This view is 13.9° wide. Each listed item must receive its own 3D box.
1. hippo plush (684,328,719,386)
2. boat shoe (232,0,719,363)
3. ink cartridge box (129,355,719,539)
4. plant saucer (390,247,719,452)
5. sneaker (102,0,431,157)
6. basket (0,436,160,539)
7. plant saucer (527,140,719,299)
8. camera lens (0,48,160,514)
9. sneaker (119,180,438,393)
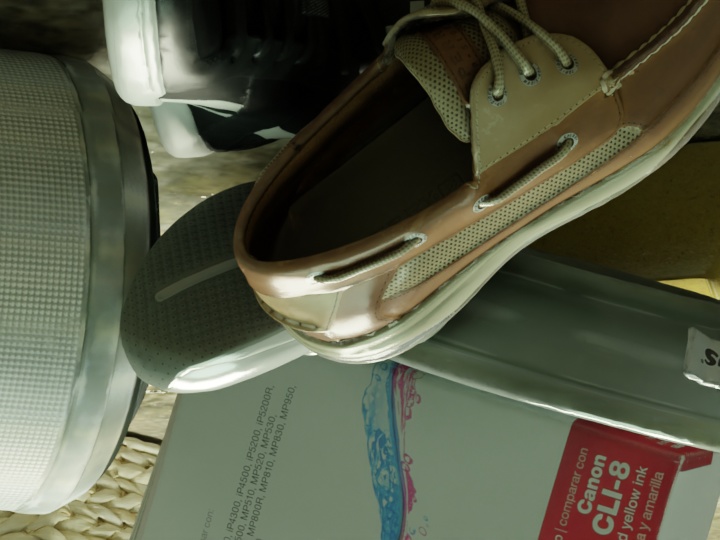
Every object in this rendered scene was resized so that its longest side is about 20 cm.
[{"bbox_3d":[0.228,0.001,1.007,0.199,0.161,0.159,23,-162,-23],"label":"hippo plush"},{"bbox_3d":[0.043,-0.051,0.882,0.200,0.076,0.072,-45,149,8],"label":"boat shoe"},{"bbox_3d":[0.026,0.107,1.170,0.199,0.145,0.145,17,-176,15],"label":"ink cartridge box"},{"bbox_3d":[0.086,0.024,1.114,0.199,0.051,0.200,15,-178,-1],"label":"plant saucer"},{"bbox_3d":[-0.018,-0.085,0.910,0.111,0.074,0.200,-6,172,3],"label":"sneaker"},{"bbox_3d":[-0.203,0.163,1.653,0.199,0.124,0.135,-13,160,33],"label":"basket"},{"bbox_3d":[0.089,0.003,1.257,0.199,0.049,0.200,-6,164,11],"label":"plant saucer"},{"bbox_3d":[-0.176,-0.001,1.006,0.199,0.161,0.160,5,163,-22],"label":"camera lens"},{"bbox_3d":[0.000,0.000,1.005,0.200,0.070,0.081,-32,141,-37],"label":"sneaker"}]
